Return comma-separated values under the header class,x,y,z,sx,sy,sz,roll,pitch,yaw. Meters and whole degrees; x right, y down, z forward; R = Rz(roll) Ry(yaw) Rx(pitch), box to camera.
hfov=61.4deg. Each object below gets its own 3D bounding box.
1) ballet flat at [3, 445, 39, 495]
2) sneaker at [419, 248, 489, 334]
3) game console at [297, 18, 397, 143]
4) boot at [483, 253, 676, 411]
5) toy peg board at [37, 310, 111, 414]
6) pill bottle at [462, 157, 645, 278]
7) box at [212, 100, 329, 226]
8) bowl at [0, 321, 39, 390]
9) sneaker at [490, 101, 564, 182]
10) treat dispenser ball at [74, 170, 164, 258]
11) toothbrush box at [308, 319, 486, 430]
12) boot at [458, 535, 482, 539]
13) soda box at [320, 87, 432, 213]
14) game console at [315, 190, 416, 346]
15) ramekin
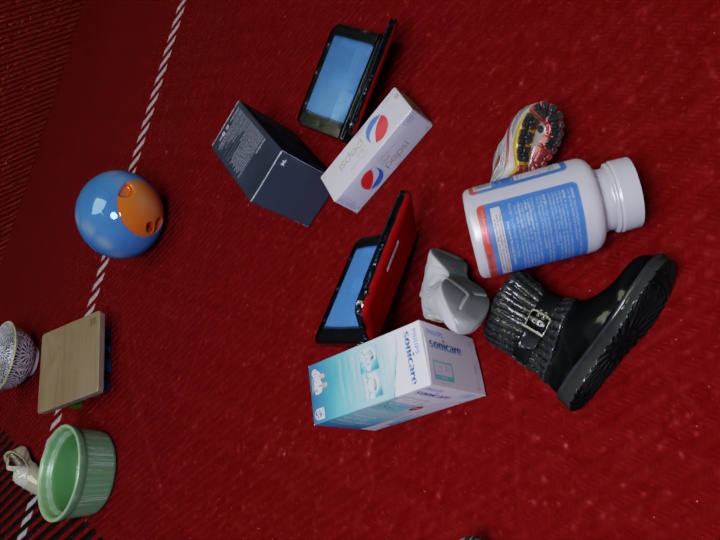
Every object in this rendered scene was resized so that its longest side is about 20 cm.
class,x,y,z,sx,sy,sz,roll,pitch,yaw
ballet flat,-0.890,0.528,1.594,0.197,0.069,0.071,20,90,43
sneaker,0.121,0.043,0.814,0.201,0.069,0.082,-94,22,-68
game console,-0.029,-0.343,1.064,0.172,0.116,0.205,-137,69,-84
boot,0.251,0.039,0.725,0.214,0.079,0.158,-56,48,13
toy peg board,-0.686,0.237,1.505,0.195,0.098,0.205,-20,63,18
pill bottle,0.229,-0.067,0.730,0.195,0.112,0.115,-14,66,14
box,-0.160,-0.197,1.120,0.108,0.147,0.201,-53,49,14
bowl,-0.999,0.257,1.758,0.197,0.093,0.207,-15,66,37
sneaker,0.214,-0.125,0.826,0.082,0.076,0.205,-115,45,-75
treat dispenser ball,-0.561,-0.130,1.420,0.197,0.199,0.207,-14,67,37
toothbrush box,0.048,0.150,0.826,0.197,0.145,0.087,-27,60,31
boot,0.205,0.374,0.665,0.153,0.073,0.207,-38,61,24
soda box,0.024,-0.198,1.014,0.200,0.063,0.069,-47,51,19
game console,0.000,0.000,0.891,0.116,0.174,0.204,13,62,18
ramekin,-0.639,0.457,1.371,0.197,0.097,0.206,-15,67,38
